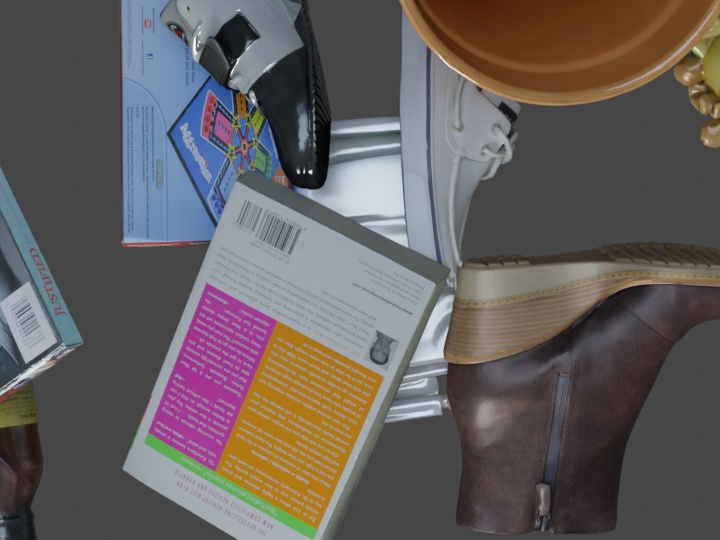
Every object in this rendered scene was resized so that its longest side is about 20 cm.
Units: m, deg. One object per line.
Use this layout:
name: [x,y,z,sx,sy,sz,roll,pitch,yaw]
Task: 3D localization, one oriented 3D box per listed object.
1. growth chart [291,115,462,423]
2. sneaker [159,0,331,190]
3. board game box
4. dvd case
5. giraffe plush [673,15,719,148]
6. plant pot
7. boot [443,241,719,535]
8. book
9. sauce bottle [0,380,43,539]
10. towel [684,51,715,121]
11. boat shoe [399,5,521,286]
growth chart: [0.000,0.000,1.635,0.145,0.018,0.200,1,87,4]
sneaker: [-0.069,-0.134,1.595,0.088,0.074,0.200,-13,71,1]
board game box: [-0.093,-0.114,1.636,0.103,0.019,0.200,-2,81,4]
dvd case: [-0.262,0.029,1.592,0.200,0.022,0.146,-36,74,31]
giraffe plush: [0.270,-0.121,1.546,0.162,0.200,0.173,-15,91,30]
plant pot: [0.101,-0.205,1.512,0.200,0.140,0.200,-3,108,-8]
boot: [0.149,0.071,1.610,0.200,0.072,0.166,-3,101,-2]
book: [-0.047,0.060,1.584,0.134,0.048,0.200,27,112,9]
sauce bottle: [-0.223,0.091,1.620,0.066,0.066,0.200,-11,85,3]
towel: [0.275,-0.122,1.621,0.153,0.023,0.200,-21,86,2]
boat shoe: [0.060,-0.087,1.598,0.070,0.071,0.200,-1,74,5]
